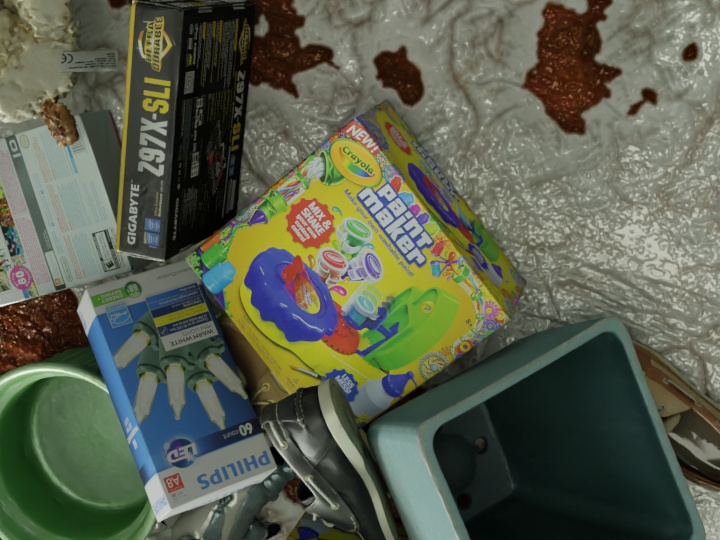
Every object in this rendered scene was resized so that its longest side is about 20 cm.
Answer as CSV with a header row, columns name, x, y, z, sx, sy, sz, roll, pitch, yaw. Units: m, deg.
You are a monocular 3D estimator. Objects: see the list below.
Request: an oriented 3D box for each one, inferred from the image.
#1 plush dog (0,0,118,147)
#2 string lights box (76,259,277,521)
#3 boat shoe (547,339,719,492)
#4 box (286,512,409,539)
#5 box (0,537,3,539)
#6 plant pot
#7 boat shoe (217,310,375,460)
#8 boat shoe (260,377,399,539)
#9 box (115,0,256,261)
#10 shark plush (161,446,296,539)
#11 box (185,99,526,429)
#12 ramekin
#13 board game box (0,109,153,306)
name,x,y,z,sx,sy,sz,roll,pitch,yaw
plush dog,-0.312,-0.195,1.060,0.200,0.172,0.161,-41,131,-9
string lights box,-0.160,0.101,1.069,0.201,0.102,0.059,65,152,13
boat shoe,0.244,0.117,1.024,0.199,0.072,0.076,28,109,7
box,0.014,0.315,1.063,0.198,0.193,0.123,19,108,9
box,-0.371,0.317,1.236,0.141,0.079,0.200,45,110,4
plant pot,0.113,0.164,0.993,0.195,0.200,0.197,-26,98,-23
boat shoe,-0.067,0.120,1.099,0.200,0.066,0.074,47,138,4
boat shoe,-0.017,0.171,0.991,0.067,0.072,0.201,-22,125,4
box,-0.142,-0.122,1.023,0.049,0.160,0.202,10,107,12
shark plush,-0.112,0.228,1.172,0.200,0.091,0.083,-46,109,0
box,0.000,0.000,1.035,0.192,0.122,0.200,-38,92,19
ramekin,-0.259,0.168,1.158,0.198,0.098,0.202,4,105,14
board game box,-0.306,-0.050,1.136,0.198,0.064,0.149,-13,99,16
